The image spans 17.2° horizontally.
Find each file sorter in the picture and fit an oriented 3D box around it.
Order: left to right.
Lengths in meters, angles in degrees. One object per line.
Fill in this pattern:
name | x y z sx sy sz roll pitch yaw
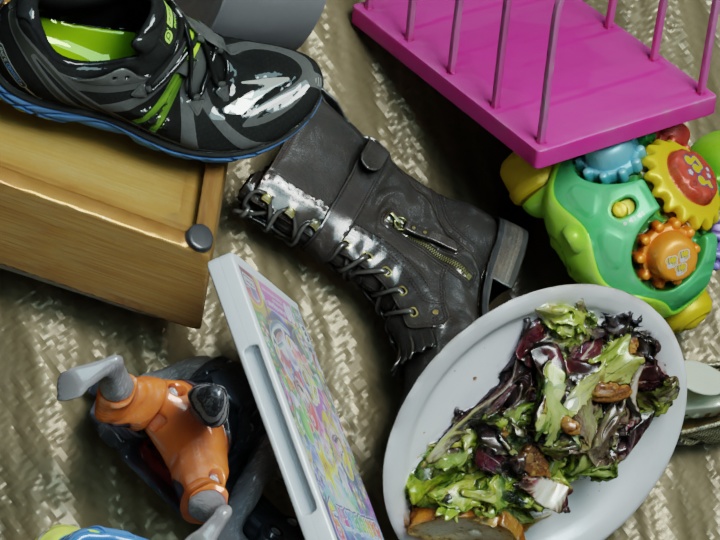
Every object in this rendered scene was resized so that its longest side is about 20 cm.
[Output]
file sorter | 0.109 -0.178 1.452 0.138 0.126 0.200 -17 40 -29

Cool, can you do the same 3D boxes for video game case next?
video game case | -0.026 0.097 1.302 0.018 0.143 0.201 -23 74 7

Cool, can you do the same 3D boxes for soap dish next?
soap dish | -0.164 -0.071 1.355 0.199 0.081 0.158 20 56 -18

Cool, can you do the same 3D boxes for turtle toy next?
turtle toy | 0.188 -0.039 1.489 0.200 0.101 0.146 -16 73 -51

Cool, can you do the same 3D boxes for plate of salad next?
plate of salad | 0.107 0.101 1.370 0.199 0.201 0.048 -3 28 -25

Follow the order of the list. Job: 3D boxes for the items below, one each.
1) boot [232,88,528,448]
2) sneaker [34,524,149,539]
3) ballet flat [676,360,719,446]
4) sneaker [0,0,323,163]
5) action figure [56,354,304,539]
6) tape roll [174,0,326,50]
boot | 0.000 0.000 1.424 0.174 0.069 0.201 30 50 -10
sneaker | -0.096 0.207 1.266 0.200 0.105 0.076 37 65 -4
ballet flat | 0.162 0.079 1.455 0.199 0.075 0.068 -5 69 -25
sneaker | -0.109 -0.112 1.305 0.199 0.083 0.071 10 59 -24
action figure | -0.066 0.104 1.289 0.200 0.193 0.105 40 102 8
tape roll | -0.077 -0.225 1.398 0.066 0.200 0.201 -3 71 -25
